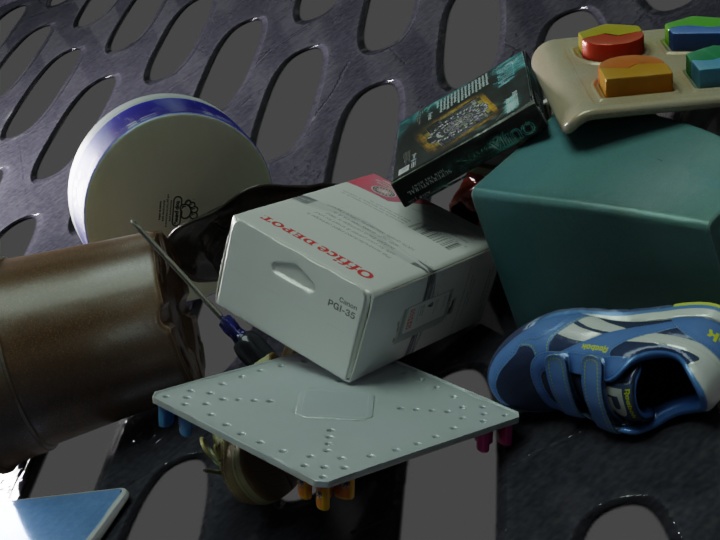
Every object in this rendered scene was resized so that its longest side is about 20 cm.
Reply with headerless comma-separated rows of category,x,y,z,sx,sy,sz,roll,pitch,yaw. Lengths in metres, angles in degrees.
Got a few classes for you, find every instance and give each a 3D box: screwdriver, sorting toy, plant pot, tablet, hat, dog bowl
screwdriver,-0.129,0.029,1.490,0.028,0.200,0.029,-44,-7,16
sorting toy,0.246,-0.170,1.384,0.198,0.037,0.185,-10,25,1
plant pot,0.219,-0.030,1.323,0.199,0.142,0.141,10,41,45
tablet,-0.297,0.233,1.436,0.199,0.014,0.130,-10,28,30
hat,-0.084,-0.007,1.623,0.199,0.081,0.201,-14,-21,-5
plant pot,-0.254,0.062,1.547,0.197,0.202,0.201,-15,24,5
dog bowl,-0.190,-0.072,1.728,0.199,0.201,0.079,-29,26,-9

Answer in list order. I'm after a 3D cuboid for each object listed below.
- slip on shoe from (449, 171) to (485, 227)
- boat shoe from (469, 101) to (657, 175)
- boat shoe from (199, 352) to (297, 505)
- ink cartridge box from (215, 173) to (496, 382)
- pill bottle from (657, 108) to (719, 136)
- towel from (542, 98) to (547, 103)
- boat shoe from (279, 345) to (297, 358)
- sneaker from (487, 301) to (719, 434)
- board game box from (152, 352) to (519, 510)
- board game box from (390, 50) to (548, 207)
slip on shoe,0.138,-0.045,1.524,0.061,0.074,0.200,-51,27,-3
boat shoe,0.170,-0.114,1.484,0.199,0.069,0.075,6,15,27
boat shoe,-0.087,0.135,1.370,0.062,0.074,0.200,-27,15,13
ink cartridge box,0.000,0.000,1.390,0.146,0.083,0.199,29,28,27
pill bottle,0.315,-0.125,1.444,0.113,0.114,0.200,-22,24,8
towel,0.158,-0.135,1.639,0.199,0.032,0.191,-20,0,5
boat shoe,-0.027,0.058,1.470,0.064,0.072,0.200,-16,15,30
sneaker,0.175,0.074,1.223,0.199,0.074,0.082,-12,29,31
board game box,-0.019,0.110,1.267,0.199,0.026,0.199,-13,23,-40
board game box,0.092,-0.123,1.452,0.135,0.028,0.200,-29,15,13
